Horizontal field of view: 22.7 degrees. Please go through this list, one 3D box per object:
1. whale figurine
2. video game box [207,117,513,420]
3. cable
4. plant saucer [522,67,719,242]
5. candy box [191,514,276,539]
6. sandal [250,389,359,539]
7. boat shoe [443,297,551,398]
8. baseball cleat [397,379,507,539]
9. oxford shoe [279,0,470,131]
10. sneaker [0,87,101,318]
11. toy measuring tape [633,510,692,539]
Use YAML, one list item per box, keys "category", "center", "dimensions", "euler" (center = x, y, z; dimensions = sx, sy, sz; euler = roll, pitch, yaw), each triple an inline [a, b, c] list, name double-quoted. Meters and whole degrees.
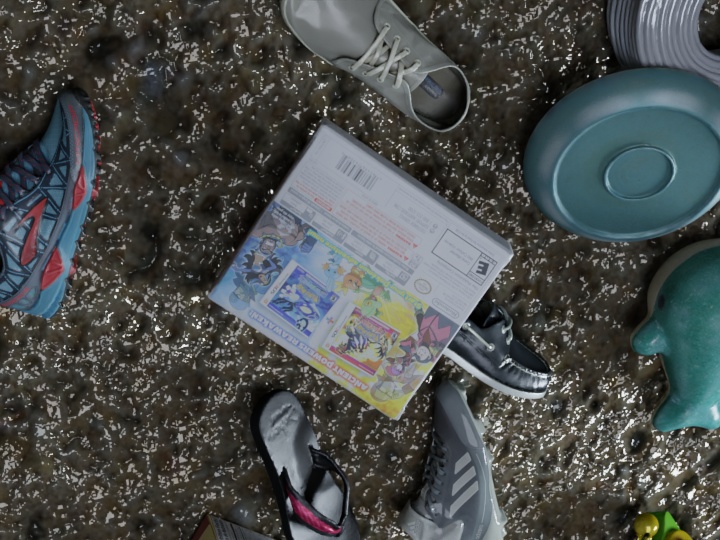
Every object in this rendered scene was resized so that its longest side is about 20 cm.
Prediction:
- category: "whale figurine"
  center: [0.332, 0.073, 1.686]
  dimensions: [0.158, 0.104, 0.202]
  euler: [0, 116, -19]
- category: "video game box"
  center: [0.000, 0.000, 1.539]
  dimensions: [0.199, 0.047, 0.183]
  euler: [34, 101, -7]
- category: "cable"
  center: [0.315, -0.224, 1.550]
  dimensions: [0.199, 0.069, 0.201]
  euler: [-30, 121, -2]
- category: "plant saucer"
  center: [0.243, -0.092, 1.577]
  dimensions: [0.198, 0.028, 0.201]
  euler: [-4, 135, -3]
- category: "candy box"
  center: [-0.086, 0.320, 1.703]
  dimensions: [0.199, 0.055, 0.116]
  euler: [24, 106, -27]
- category: "sandal"
  center: [-0.043, 0.198, 1.638]
  dimensions: [0.075, 0.045, 0.201]
  euler: [-47, 128, -37]
- category: "boat shoe"
  center: [0.102, 0.052, 1.618]
  dimensions: [0.199, 0.076, 0.060]
  euler: [26, 112, -28]
- category: "baseball cleat"
  center: [0.080, 0.199, 1.688]
  dimensions: [0.106, 0.070, 0.201]
  euler: [-21, 120, -7]
- category: "oxford shoe"
  center: [0.020, -0.180, 1.484]
  dimensions: [0.199, 0.058, 0.075]
  euler: [34, 104, -27]
- category: "sneaker"
  center: [-0.265, -0.054, 1.442]
  dimensions: [0.095, 0.079, 0.201]
  euler: [10, 112, -20]
- category: "toy measuring tape"
  center: [0.327, 0.322, 1.827]
  dimensions: [0.073, 0.074, 0.200]
  euler: [-36, 119, 2]
